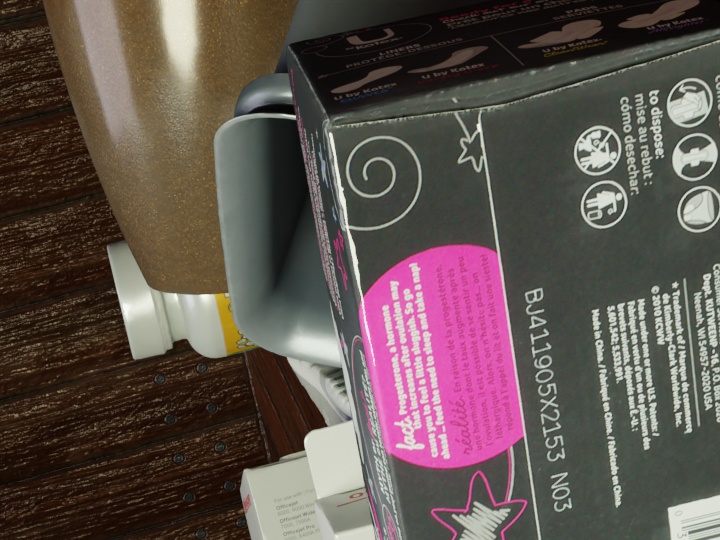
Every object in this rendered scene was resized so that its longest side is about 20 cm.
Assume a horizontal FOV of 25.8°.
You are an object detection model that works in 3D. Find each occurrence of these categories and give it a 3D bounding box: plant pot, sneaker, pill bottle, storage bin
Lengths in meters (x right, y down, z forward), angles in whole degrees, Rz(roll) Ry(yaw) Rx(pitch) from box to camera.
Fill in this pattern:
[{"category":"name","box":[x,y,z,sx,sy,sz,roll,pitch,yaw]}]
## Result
[{"category":"plant pot","box":[-0.088,-0.095,0.911,0.187,0.184,0.203,-134,39,-73]},{"category":"sneaker","box":[-0.003,0.090,1.050,0.200,0.074,0.083,-123,21,-71]},{"category":"pill bottle","box":[-0.076,-0.002,1.127,0.113,0.197,0.114,166,90,-81]},{"category":"storage bin","box":[0.026,-0.057,0.662,0.201,0.144,0.136,92,-171,-63]}]

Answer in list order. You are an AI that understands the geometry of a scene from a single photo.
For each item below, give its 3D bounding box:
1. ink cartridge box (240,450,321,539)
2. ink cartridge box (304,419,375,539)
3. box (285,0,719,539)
[{"category":"ink cartridge box","box":[-0.001,0.236,1.207,0.147,0.143,0.203,118,137,-77]},{"category":"ink cartridge box","box":[0.043,0.186,0.935,0.067,0.114,0.203,-136,33,-74]},{"category":"box","box":[0.059,0.020,0.503,0.115,0.130,0.202,-116,15,-68]}]
